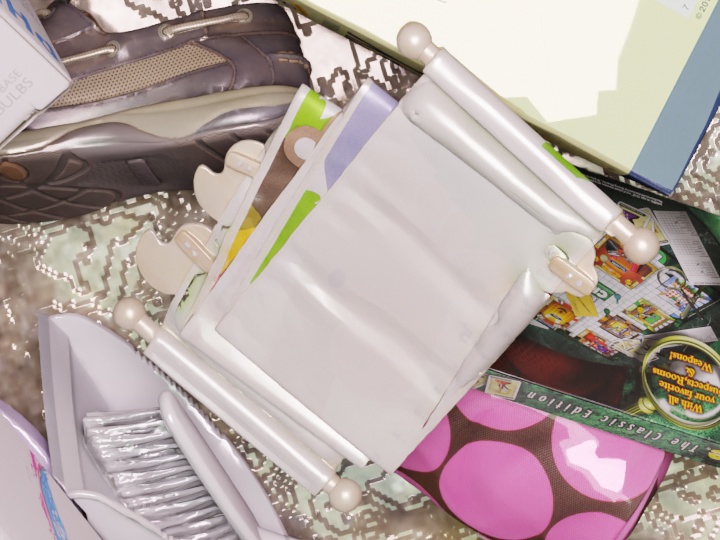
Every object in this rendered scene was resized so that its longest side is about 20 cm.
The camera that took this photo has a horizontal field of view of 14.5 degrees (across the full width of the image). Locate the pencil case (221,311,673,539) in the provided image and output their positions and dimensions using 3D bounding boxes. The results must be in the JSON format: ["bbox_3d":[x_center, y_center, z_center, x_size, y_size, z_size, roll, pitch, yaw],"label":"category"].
[{"bbox_3d":[0.030,0.049,1.155,0.199,0.091,0.094,35,130,-1],"label":"pencil case"}]

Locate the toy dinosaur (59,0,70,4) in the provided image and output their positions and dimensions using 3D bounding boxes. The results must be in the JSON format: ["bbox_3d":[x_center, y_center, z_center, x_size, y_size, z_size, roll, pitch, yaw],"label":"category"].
[{"bbox_3d":[-0.117,-0.183,1.102,0.101,0.136,0.201,5,52,13],"label":"toy dinosaur"}]

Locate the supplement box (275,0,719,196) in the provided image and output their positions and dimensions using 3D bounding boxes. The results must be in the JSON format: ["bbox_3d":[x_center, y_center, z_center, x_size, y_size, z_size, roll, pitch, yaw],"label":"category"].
[{"bbox_3d":[0.072,-0.164,1.111,0.199,0.134,0.201,27,93,-3],"label":"supplement box"}]

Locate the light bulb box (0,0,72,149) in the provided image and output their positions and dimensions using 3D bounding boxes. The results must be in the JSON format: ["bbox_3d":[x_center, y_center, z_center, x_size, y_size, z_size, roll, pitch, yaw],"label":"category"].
[{"bbox_3d":[-0.235,-0.083,1.058,0.198,0.200,0.125,-42,124,7],"label":"light bulb box"}]

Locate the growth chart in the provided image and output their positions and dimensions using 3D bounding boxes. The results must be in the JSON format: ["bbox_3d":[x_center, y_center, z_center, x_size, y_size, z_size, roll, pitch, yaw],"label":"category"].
[{"bbox_3d":[0.000,0.000,1.078,0.145,0.018,0.200,47,121,2],"label":"growth chart"}]

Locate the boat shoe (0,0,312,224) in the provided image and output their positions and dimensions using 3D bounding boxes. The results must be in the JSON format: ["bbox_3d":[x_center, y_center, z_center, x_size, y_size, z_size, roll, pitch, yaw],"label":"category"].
[{"bbox_3d":[-0.114,-0.068,1.156,0.198,0.075,0.074,-6,69,4],"label":"boat shoe"}]

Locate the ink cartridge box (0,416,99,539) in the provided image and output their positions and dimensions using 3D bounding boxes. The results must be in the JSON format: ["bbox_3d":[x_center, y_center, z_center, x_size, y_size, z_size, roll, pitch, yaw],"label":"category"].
[{"bbox_3d":[-0.172,0.126,1.009,0.144,0.084,0.200,-30,119,8],"label":"ink cartridge box"}]

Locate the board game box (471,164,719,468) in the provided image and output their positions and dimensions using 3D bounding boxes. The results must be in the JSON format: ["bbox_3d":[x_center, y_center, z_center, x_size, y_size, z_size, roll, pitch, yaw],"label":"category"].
[{"bbox_3d":[0.132,0.024,1.139,0.199,0.023,0.105,19,58,-12],"label":"board game box"}]

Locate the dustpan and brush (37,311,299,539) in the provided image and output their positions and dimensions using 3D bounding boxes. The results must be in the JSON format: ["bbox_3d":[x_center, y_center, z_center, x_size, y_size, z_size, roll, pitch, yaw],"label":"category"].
[{"bbox_3d":[-0.052,0.105,1.152,0.057,0.140,0.200,-30,119,8],"label":"dustpan and brush"}]

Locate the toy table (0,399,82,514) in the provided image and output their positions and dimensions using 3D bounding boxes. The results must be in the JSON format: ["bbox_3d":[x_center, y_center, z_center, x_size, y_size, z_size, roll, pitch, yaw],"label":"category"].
[{"bbox_3d":[-0.208,0.088,1.135,0.199,0.117,0.185,21,94,-2],"label":"toy table"}]
